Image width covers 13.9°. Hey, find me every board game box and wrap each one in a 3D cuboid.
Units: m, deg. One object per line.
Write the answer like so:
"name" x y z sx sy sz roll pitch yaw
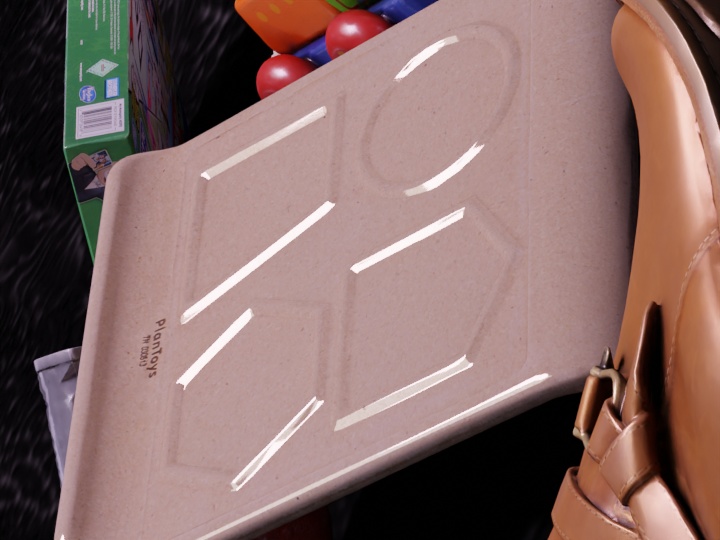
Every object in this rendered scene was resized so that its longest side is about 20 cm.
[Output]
"board game box" -0.097 -0.056 1.248 0.200 0.029 0.135 -96 -5 -53

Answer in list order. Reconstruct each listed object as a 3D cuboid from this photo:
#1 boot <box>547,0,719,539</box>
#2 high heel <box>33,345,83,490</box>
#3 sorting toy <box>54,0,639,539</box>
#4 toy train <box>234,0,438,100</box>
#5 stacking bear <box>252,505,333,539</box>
"boot" 0.079 0.018 0.724 0.200 0.073 0.155 -112 42 -68
"high heel" -0.041 0.085 1.029 0.200 0.071 0.143 -15 86 52
"sorting toy" 0.000 0.000 0.918 0.200 0.036 0.185 -23 42 27
"toy train" -0.040 -0.117 1.105 0.085 0.116 0.200 -58 14 -20
"stacking bear" -0.077 0.138 0.983 0.200 0.114 0.122 -55 25 23
